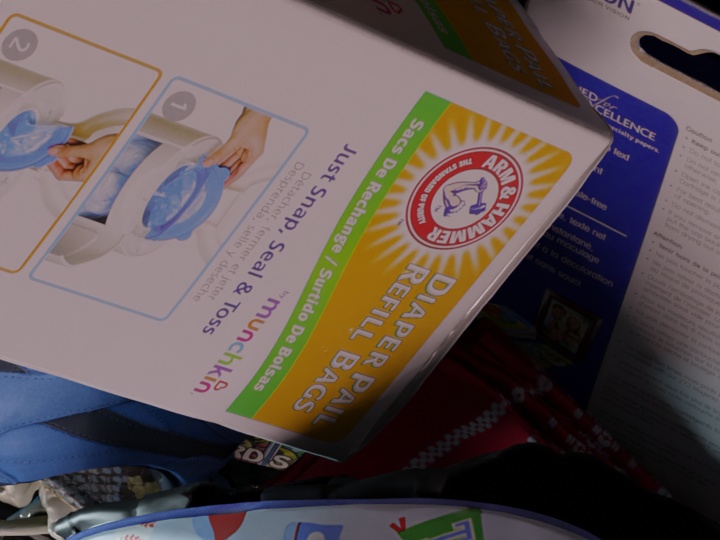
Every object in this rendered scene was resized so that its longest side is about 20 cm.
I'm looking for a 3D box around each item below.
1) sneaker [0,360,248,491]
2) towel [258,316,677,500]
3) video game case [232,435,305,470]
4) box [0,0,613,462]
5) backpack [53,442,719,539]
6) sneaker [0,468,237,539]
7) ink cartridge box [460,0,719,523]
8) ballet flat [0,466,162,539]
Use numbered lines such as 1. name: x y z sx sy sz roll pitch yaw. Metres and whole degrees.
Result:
1. sneaker: -0.105 0.017 0.698 0.199 0.066 0.079 12 109 -37
2. towel: 0.052 0.115 0.799 0.200 0.023 0.145 43 127 -10
3. video game case: 0.000 0.000 0.829 0.199 0.036 0.181 15 144 -13
4. box: -0.063 -0.051 0.623 0.200 0.113 0.101 20 118 -39
5. backpack: 0.010 0.129 0.692 0.199 0.155 0.191 -15 137 29
6. sneaker: -0.072 0.088 0.921 0.078 0.090 0.200 29 155 0
7. ink cartridge box: 0.074 -0.004 0.724 0.094 0.037 0.200 29 147 12
8. ballet flat: -0.137 0.030 0.778 0.199 0.074 0.074 18 144 -6
